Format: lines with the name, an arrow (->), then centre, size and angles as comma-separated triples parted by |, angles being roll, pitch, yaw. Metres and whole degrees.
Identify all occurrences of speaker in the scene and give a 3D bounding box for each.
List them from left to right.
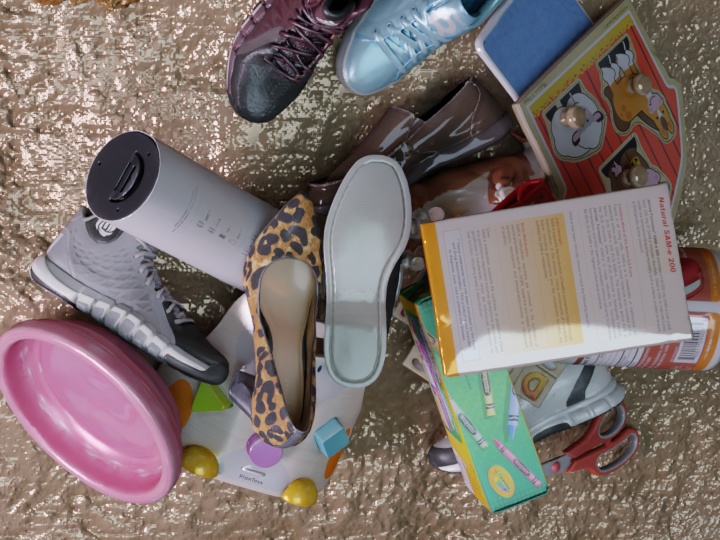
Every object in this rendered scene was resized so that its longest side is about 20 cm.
speaker -> -0.139, -0.046, 1.384 | 0.081, 0.081, 0.200 | -49, 143, 9

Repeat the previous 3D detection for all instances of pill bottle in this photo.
pill bottle -> 0.225, 0.030, 1.476 | 0.199, 0.112, 0.112 | 4, 110, -7

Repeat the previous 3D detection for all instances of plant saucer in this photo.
plant saucer -> -0.232, 0.116, 1.442 | 0.051, 0.200, 0.201 | -48, 120, -37

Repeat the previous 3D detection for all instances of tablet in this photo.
tablet -> 0.186, -0.165, 1.451 | 0.200, 0.014, 0.130 | 49, 57, -22

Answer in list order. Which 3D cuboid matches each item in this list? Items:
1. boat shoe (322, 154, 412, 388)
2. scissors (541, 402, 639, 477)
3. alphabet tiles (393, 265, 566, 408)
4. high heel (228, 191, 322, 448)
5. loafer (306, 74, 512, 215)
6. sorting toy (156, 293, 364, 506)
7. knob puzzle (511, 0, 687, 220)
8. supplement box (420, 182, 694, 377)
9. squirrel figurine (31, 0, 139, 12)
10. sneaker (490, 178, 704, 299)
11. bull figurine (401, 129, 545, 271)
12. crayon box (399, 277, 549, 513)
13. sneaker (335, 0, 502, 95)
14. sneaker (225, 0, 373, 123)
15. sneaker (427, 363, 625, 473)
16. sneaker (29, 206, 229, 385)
boat shoe -> 0.000, 0.000, 1.410 | 0.075, 0.060, 0.201 | 12, 92, -2
scissors -> 0.197, 0.192, 1.579 | 0.200, 0.014, 0.073 | -30, 118, -31
alphabet tiles -> 0.134, 0.030, 1.524 | 0.166, 0.006, 0.200 | 33, 90, -9
high heel -> -0.051, 0.042, 1.349 | 0.071, 0.143, 0.201 | 11, 100, -25
loafer -> 0.034, -0.113, 1.455 | 0.200, 0.073, 0.071 | -27, 103, -5
sorting toy -> -0.073, 0.103, 1.477 | 0.200, 0.107, 0.180 | 18, 115, -17
knob puzzle -> 0.236, -0.112, 1.452 | 0.219, 0.030, 0.220 | 2, 87, -39
supplement box -> 0.155, 0.008, 1.308 | 0.199, 0.074, 0.126 | -8, 89, 3
squirrel figurine -> -0.240, -0.303, 1.289 | 0.186, 0.142, 0.201 | 11, 106, -8
sneaker -> 0.190, -0.022, 1.371 | 0.199, 0.078, 0.116 | -7, 98, -10
bull figurine -> 0.106, -0.066, 1.459 | 0.200, 0.121, 0.065 | -23, 110, 4
crayon box -> 0.099, 0.105, 1.462 | 0.058, 0.119, 0.200 | -20, 97, -5
sneaker -> 0.060, -0.223, 1.404 | 0.200, 0.082, 0.074 | -44, 111, 7
sneaker -> -0.048, -0.204, 1.371 | 0.076, 0.116, 0.200 | 25, 104, -19
sneaker -> 0.150, 0.129, 1.573 | 0.200, 0.074, 0.080 | -27, 98, -4
sneaker -> -0.180, 0.008, 1.422 | 0.200, 0.075, 0.116 | 31, 82, 7
